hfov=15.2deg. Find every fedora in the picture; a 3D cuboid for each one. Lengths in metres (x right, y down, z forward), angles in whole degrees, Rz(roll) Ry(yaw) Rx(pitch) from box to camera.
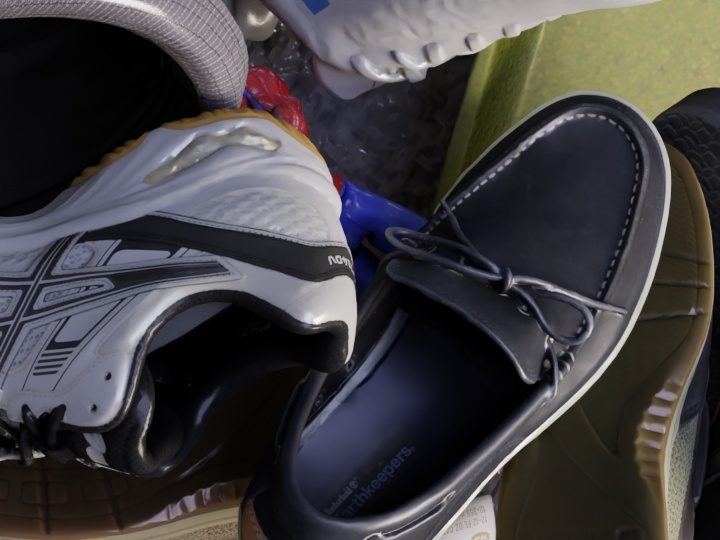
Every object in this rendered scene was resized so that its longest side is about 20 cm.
[{"bbox_3d":[-0.138,-0.058,0.806,0.200,0.177,0.090,-22,59,-2],"label":"fedora"}]

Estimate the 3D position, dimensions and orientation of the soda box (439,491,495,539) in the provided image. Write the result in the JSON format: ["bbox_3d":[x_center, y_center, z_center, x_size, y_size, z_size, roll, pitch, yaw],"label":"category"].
[{"bbox_3d":[-0.051,0.121,0.887,0.200,0.068,0.064,-13,99,-30],"label":"soda box"}]

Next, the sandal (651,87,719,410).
[{"bbox_3d":[0.149,0.027,0.942,0.043,0.076,0.200,-32,124,-34],"label":"sandal"}]

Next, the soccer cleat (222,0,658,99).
[{"bbox_3d":[0.027,-0.093,0.870,0.070,0.200,0.086,-4,105,-47],"label":"soccer cleat"}]

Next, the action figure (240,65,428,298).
[{"bbox_3d":[0.000,0.000,0.898,0.200,0.099,0.065,36,109,-19],"label":"action figure"}]

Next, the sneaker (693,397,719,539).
[{"bbox_3d":[0.134,0.093,0.923,0.079,0.095,0.200,-14,139,-30],"label":"sneaker"}]

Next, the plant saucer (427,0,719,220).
[{"bbox_3d":[0.134,-0.068,0.950,0.199,0.048,0.200,10,117,-10],"label":"plant saucer"}]

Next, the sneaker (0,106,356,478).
[{"bbox_3d":[-0.094,0.028,0.790,0.200,0.088,0.076,-27,146,8],"label":"sneaker"}]

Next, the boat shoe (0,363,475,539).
[{"bbox_3d":[-0.060,0.064,0.868,0.200,0.065,0.071,-2,62,-3],"label":"boat shoe"}]

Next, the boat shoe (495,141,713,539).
[{"bbox_3d":[0.078,0.054,0.881,0.072,0.066,0.201,2,64,9],"label":"boat shoe"}]

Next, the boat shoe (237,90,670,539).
[{"bbox_3d":[0.035,0.018,0.824,0.075,0.062,0.200,35,66,11],"label":"boat shoe"}]
